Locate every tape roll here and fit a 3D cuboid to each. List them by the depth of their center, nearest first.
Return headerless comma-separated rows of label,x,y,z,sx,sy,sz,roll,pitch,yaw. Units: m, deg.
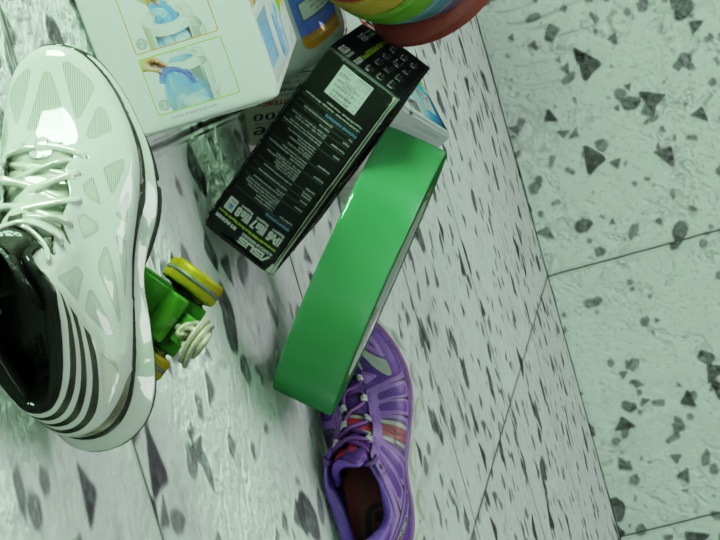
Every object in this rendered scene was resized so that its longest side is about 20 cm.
tape roll,0.000,0.000,1.360,0.200,0.048,0.202,24,90,-87

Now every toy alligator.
toy alligator,-0.108,0.018,1.003,0.054,0.060,0.200,37,-4,-7

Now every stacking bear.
stacking bear,0.002,-0.220,1.302,0.199,0.113,0.123,-5,91,-56

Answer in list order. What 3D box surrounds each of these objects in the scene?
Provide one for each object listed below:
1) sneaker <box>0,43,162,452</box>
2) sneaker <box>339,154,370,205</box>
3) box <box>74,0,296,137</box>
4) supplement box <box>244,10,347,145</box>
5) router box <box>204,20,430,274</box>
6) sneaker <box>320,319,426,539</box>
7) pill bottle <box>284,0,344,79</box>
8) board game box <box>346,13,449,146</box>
sneaker,-0.142,-0.024,0.898,0.115,0.075,0.203,48,32,-71
sneaker,0.003,-0.111,1.805,0.200,0.075,0.093,-46,128,-69
box,-0.121,-0.200,1.175,0.113,0.100,0.202,-81,154,-65
supplement box,-0.055,-0.207,1.521,0.126,0.073,0.202,-55,138,-75
router box,-0.027,-0.091,1.373,0.062,0.150,0.200,36,14,0
sneaker,0.004,0.123,1.452,0.083,0.080,0.202,31,45,-66
pill bottle,-0.091,-0.238,1.352,0.112,0.111,0.201,-85,158,-61
board game box,-0.001,-0.204,1.747,0.126,0.035,0.201,26,32,-52
